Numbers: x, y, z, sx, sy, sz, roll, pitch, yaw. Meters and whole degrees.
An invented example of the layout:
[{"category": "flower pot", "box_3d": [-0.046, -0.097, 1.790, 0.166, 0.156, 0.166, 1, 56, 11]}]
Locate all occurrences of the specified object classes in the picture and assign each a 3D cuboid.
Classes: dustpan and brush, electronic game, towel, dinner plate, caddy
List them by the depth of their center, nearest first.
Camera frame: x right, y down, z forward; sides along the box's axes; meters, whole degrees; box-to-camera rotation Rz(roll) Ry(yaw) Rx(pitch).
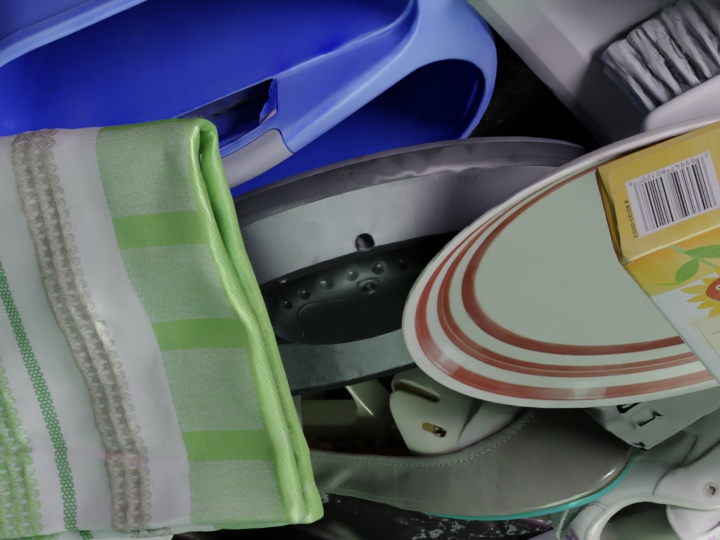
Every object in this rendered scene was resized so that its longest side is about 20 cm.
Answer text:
[{"category": "dustpan and brush", "box_3d": [0.152, -0.076, 0.834, 0.200, 0.057, 0.140, -24, 142, 22]}, {"category": "dinner plate", "box_3d": [0.110, -0.007, 0.883, 0.200, 0.024, 0.200, -11, 152, -6]}, {"category": "towel", "box_3d": [-0.118, 0.028, 0.885, 0.200, 0.031, 0.149, -6, 110, 32]}, {"category": "caddy", "box_3d": [-0.051, -0.070, 0.899, 0.200, 0.105, 0.141, -21, 141, 20]}, {"category": "electronic game", "box_3d": [0.000, 0.000, 0.935, 0.200, 0.042, 0.200, -14, 162, -5]}]

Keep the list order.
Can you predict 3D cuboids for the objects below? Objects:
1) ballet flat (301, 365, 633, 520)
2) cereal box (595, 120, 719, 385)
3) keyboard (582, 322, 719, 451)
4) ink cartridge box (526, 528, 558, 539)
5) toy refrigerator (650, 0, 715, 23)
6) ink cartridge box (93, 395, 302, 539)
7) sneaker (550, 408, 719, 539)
[{"category": "ballet flat", "box_3d": [0.014, 0.060, 1.044, 0.200, 0.067, 0.064, -1, 129, 40]}, {"category": "cereal box", "box_3d": [0.175, -0.005, 0.848, 0.144, 0.040, 0.200, -21, 152, 15]}, {"category": "keyboard", "box_3d": [0.164, -0.004, 0.962, 0.200, 0.040, 0.104, -32, 119, 19]}, {"category": "ink cartridge box", "box_3d": [0.129, 0.206, 1.239, 0.199, 0.200, 0.041, -27, 140, 25]}, {"category": "toy refrigerator", "box_3d": [0.136, -0.111, 0.901, 0.070, 0.076, 0.200, -17, 143, 15]}, {"category": "ink cartridge box", "box_3d": [-0.128, 0.043, 1.036, 0.200, 0.117, 0.067, 6, 144, -17]}, {"category": "sneaker", "box_3d": [0.164, 0.066, 1.027, 0.200, 0.100, 0.075, -26, 138, 22]}]
